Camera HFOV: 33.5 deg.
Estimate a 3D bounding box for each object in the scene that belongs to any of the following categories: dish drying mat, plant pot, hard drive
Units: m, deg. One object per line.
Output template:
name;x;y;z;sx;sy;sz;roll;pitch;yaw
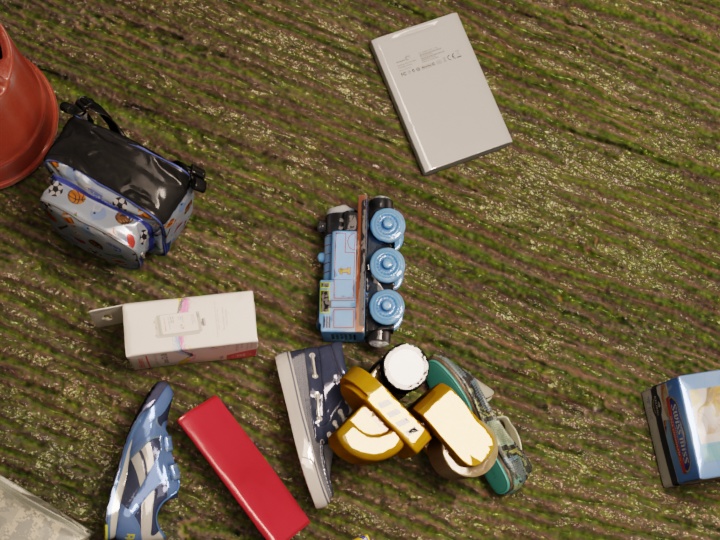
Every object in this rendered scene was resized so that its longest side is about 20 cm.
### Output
dish drying mat;-0.144;0.249;1.479;0.200;0.018;0.077;52;34;7
plant pot;-0.485;-0.221;1.469;0.199;0.195;0.202;2;77;-7
hard drive;0.110;-0.243;1.641;0.131;0.026;0.201;-20;80;-11

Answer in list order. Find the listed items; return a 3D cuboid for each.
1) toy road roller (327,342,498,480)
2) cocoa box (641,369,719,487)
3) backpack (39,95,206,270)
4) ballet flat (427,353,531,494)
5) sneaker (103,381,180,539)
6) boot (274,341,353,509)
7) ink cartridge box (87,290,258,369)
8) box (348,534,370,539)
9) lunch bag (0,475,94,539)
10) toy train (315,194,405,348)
toy road roller;0.052;0.196;1.443;0.146;0.123;0.200;-43;87;-16
cocoa box;0.486;0.192;1.527;0.199;0.131;0.134;-8;77;-9
backpack;-0.293;-0.088;1.473;0.199;0.191;0.155;32;81;6
ballet flat;0.154;0.189;1.531;0.074;0.074;0.201;-27;83;-12
sneaker;-0.254;0.236;1.462;0.082;0.074;0.201;15;81;-8
boot;-0.041;0.189;1.494;0.090;0.073;0.201;-14;78;-4
ink cartridge box;-0.229;0.077;1.477;0.199;0.117;0.068;-6;77;-7
box;0.015;0.425;1.447;0.064;0.070;0.201;-22;80;-9
lunch bag;-0.440;0.324;1.393;0.199;0.118;0.165;32;76;-3
toy train;0.000;0.000;1.542;0.113;0.087;0.201;1;77;-1
